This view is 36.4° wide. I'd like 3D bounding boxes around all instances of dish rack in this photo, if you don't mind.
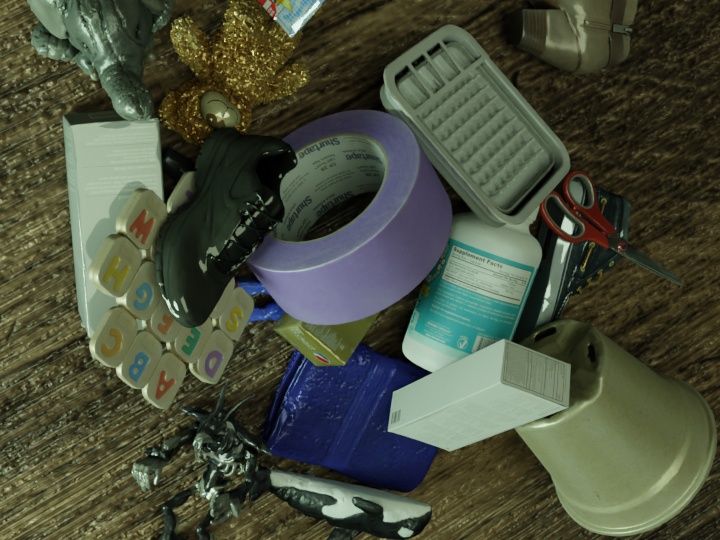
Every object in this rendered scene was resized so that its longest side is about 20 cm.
[{"bbox_3d":[0.111,-0.141,1.105,0.200,0.044,0.172,48,44,-1],"label":"dish rack"}]

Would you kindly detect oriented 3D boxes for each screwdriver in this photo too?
[{"bbox_3d":[-0.125,-0.056,1.109,0.200,0.028,0.029,41,58,-24],"label":"screwdriver"}]

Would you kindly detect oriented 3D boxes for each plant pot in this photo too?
[{"bbox_3d":[0.251,0.155,1.181,0.201,0.200,0.183,-50,124,-3],"label":"plant pot"}]

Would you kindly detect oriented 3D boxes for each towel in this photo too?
[{"bbox_3d":[0.001,0.154,1.196,0.200,0.050,0.148,23,101,-23],"label":"towel"}]

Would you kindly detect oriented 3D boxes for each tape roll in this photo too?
[{"bbox_3d":[-0.019,-0.053,1.043,0.200,0.200,0.085,-40,134,-7],"label":"tape roll"}]

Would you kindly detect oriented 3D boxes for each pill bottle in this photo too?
[{"bbox_3d":[0.125,0.014,1.168,0.110,0.111,0.201,17,96,-22],"label":"pill bottle"}]

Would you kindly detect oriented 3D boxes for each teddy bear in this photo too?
[{"bbox_3d":[-0.109,-0.205,1.044,0.200,0.067,0.145,-47,136,-8],"label":"teddy bear"}]

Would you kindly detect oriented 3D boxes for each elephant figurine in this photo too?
[{"bbox_3d":[-0.219,-0.228,0.934,0.155,0.200,0.142,31,94,-17],"label":"elephant figurine"}]

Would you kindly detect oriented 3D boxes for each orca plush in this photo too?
[{"bbox_3d":[-0.027,0.266,1.173,0.199,0.105,0.071,15,87,-21],"label":"orca plush"}]

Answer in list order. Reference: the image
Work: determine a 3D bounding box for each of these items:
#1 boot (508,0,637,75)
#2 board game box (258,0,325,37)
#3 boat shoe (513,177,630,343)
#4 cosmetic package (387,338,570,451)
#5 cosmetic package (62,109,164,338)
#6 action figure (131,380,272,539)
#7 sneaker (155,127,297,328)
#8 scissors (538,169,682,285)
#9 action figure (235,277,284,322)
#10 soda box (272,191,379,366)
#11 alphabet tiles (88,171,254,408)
[{"bbox_3d":[0.228,-0.309,1.158,0.146,0.070,0.201,-2,105,-26],"label":"boot"},{"bbox_3d":[-0.078,-0.306,0.974,0.200,0.200,0.062,31,126,-24],"label":"board game box"},{"bbox_3d":[0.240,0.001,1.226,0.091,0.071,0.201,14,96,-18],"label":"boat shoe"},{"bbox_3d":[0.115,0.128,1.097,0.082,0.200,0.051,23,60,-23],"label":"cosmetic package"},{"bbox_3d":[-0.229,-0.046,1.030,0.090,0.107,0.201,-9,107,-18],"label":"cosmetic package"},{"bbox_3d":[-0.162,0.217,1.113,0.119,0.102,0.201,20,105,18],"label":"action figure"},{"bbox_3d":[-0.118,-0.042,0.981,0.076,0.090,0.201,46,55,-53],"label":"sneaker"},{"bbox_3d":[0.272,-0.027,1.199,0.200,0.014,0.073,45,75,-17],"label":"scissors"},{"bbox_3d":[-0.067,0.028,1.139,0.199,0.052,0.066,-8,102,-20],"label":"action figure"},{"bbox_3d":[0.000,0.000,1.108,0.064,0.068,0.200,42,68,-17],"label":"soda box"},{"bbox_3d":[-0.167,0.018,1.010,0.200,0.015,0.196,52,55,-47],"label":"alphabet tiles"}]
